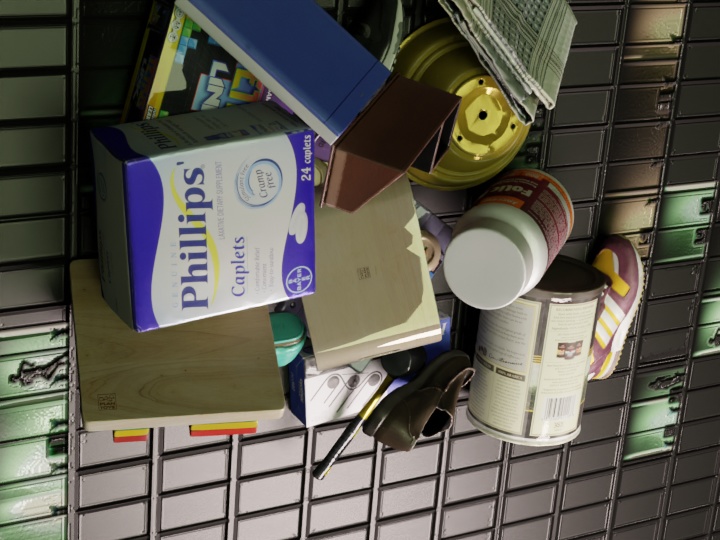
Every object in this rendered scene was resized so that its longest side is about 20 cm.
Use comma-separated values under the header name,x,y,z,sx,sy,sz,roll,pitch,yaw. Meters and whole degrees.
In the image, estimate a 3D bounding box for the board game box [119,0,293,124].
name,x,y,z,sx,sy,sz,roll,pitch,yaw
board game box,-0.150,-0.176,1.501,0.165,0.057,0.201,9,104,-33

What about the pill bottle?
name,x,y,z,sx,sy,sz,roll,pitch,yaw
pill bottle,0.168,-0.036,1.686,0.200,0.114,0.115,-45,140,-61

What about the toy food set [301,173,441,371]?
name,x,y,z,sx,sy,sz,roll,pitch,yaw
toy food set,0.000,0.000,1.621,0.143,0.060,0.201,-13,96,-4

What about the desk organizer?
name,x,y,z,sx,sy,sz,roll,pitch,yaw
desk organizer,0.034,-0.126,1.510,0.200,0.077,0.072,-54,161,-54

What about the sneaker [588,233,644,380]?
name,x,y,z,sx,sy,sz,roll,pitch,yaw
sneaker,0.298,0.051,1.885,0.090,0.075,0.201,-3,110,-36

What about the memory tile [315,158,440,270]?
name,x,y,z,sx,sy,sz,roll,pitch,yaw
memory tile,-0.014,-0.046,1.645,0.153,0.017,0.200,-41,103,-10

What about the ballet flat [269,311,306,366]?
name,x,y,z,sx,sy,sz,roll,pitch,yaw
ballet flat,-0.158,0.085,1.619,0.199,0.068,0.071,-1,141,-14

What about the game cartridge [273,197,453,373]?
name,x,y,z,sx,sy,sz,roll,pitch,yaw
game cartridge,0.010,0.003,1.680,0.130,0.038,0.200,36,84,-11

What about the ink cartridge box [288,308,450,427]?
name,x,y,z,sx,sy,sz,roll,pitch,yaw
ink cartridge box,0.013,0.112,1.753,0.199,0.044,0.094,-15,118,-26

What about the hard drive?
name,x,y,z,sx,sy,sz,roll,pitch,yaw
hard drive,-0.072,-0.227,1.446,0.200,0.025,0.132,42,42,-6

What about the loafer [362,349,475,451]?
name,x,y,z,sx,sy,sz,roll,pitch,yaw
loafer,0.078,0.158,1.703,0.200,0.071,0.073,-32,161,-49

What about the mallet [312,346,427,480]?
name,x,y,z,sx,sy,sz,roll,pitch,yaw
mallet,0.004,0.163,1.709,0.200,0.041,0.066,-52,164,5

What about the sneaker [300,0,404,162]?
name,x,y,z,sx,sy,sz,roll,pitch,yaw
sneaker,-0.016,-0.216,1.585,0.087,0.076,0.201,17,90,-15

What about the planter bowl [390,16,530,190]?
name,x,y,z,sx,sy,sz,roll,pitch,yaw
planter bowl,0.122,-0.180,1.653,0.200,0.083,0.201,-5,107,-18

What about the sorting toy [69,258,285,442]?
name,x,y,z,sx,sy,sz,roll,pitch,yaw
sorting toy,-0.193,0.084,1.521,0.199,0.199,0.070,-3,143,-14

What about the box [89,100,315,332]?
name,x,y,z,sx,sy,sz,roll,pitch,yaw
box,-0.153,-0.055,1.453,0.199,0.105,0.185,-13,118,-25

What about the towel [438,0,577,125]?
name,x,y,z,sx,sy,sz,roll,pitch,yaw
towel,0.170,-0.286,1.619,0.193,0.034,0.200,51,44,-29

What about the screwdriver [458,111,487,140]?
name,x,y,z,sx,sy,sz,roll,pitch,yaw
screwdriver,0.172,-0.230,1.717,0.200,0.028,0.029,-58,167,4

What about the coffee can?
name,x,y,z,sx,sy,sz,roll,pitch,yaw
coffee can,0.212,0.093,1.805,0.146,0.146,0.201,-5,113,-30
